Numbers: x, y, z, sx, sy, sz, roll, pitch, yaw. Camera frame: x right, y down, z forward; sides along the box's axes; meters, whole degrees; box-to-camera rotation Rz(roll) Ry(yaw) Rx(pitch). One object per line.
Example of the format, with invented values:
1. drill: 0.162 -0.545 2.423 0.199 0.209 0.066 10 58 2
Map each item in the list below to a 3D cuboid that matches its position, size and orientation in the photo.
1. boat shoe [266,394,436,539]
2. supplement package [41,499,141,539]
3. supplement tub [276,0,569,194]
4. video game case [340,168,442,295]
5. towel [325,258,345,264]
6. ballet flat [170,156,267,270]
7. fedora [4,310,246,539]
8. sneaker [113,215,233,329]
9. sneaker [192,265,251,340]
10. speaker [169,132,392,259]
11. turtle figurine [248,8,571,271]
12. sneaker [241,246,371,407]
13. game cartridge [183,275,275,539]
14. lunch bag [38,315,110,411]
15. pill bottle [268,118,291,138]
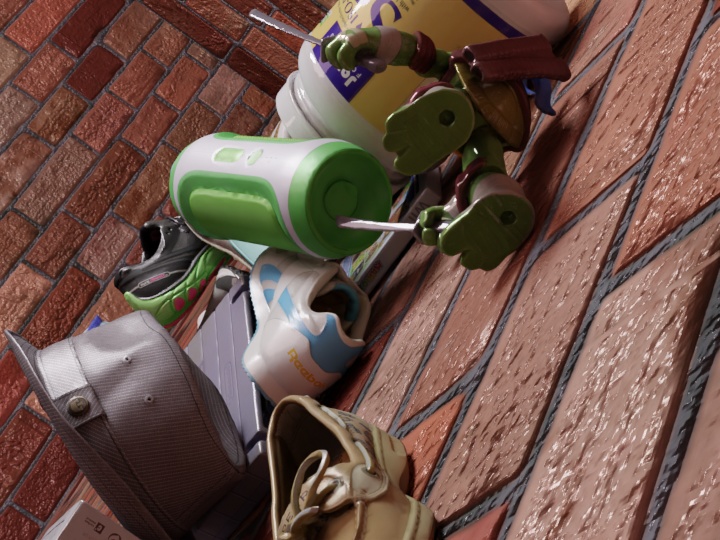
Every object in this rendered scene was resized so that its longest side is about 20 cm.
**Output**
1. boat shoe: -0.015 0.106 0.590 0.073 0.063 0.200 -53 8 4
2. supplement package: -0.189 0.259 0.819 0.200 0.109 0.114 -59 9 -28
3. supplement tub: 0.044 -0.165 1.038 0.200 0.145 0.146 -46 11 24
4. video game case: 0.000 0.000 1.123 0.200 0.018 0.143 -53 7 14
5. towel: -0.046 0.015 1.328 0.144 0.023 0.200 -49 9 39
6. ballet flat: -0.102 -0.036 1.215 0.067 0.062 0.200 -48 53 4
7. fedora: -0.142 0.093 0.904 0.090 0.177 0.200 -36 49 -4
8. sneaker: -0.159 -0.030 1.272 0.077 0.084 0.200 -55 -1 41
9. sneaker: -0.116 0.058 1.266 0.200 0.074 0.080 123 169 -62
10. speaker: -0.063 -0.057 1.002 0.200 0.088 0.089 11 63 54
11. turtle figurine: 0.028 -0.068 0.805 0.194 0.199 0.145 -90 2 -70
12. sneaker: -0.033 0.027 0.998 0.081 0.077 0.200 -37 24 16
13. game cartridge: -0.103 0.111 1.011 0.130 0.038 0.200 -54 27 28
14. lunch bag: -0.246 0.137 1.466 0.128 0.170 0.200 -56 10 -15
15. pill bottle: -0.034 -0.090 1.227 0.115 0.114 0.200 -57 6 -15
